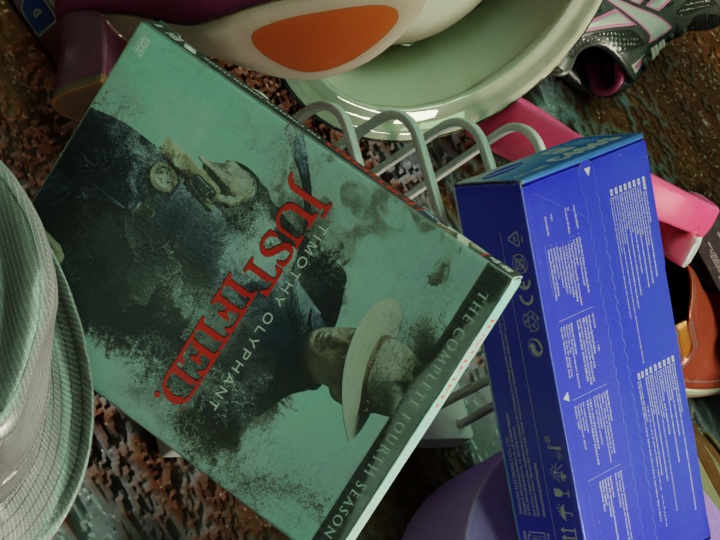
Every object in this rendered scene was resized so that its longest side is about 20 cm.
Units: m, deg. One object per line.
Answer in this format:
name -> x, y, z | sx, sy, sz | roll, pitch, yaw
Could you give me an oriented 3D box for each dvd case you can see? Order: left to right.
dvd case -> -0.051, 0.008, 0.922 | 0.199, 0.147, 0.022 | 36, 8, 14

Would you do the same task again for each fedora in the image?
fedora -> -0.175, 0.022, 0.853 | 0.176, 0.090, 0.202 | 1, 65, -29

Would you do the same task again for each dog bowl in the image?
dog bowl -> 0.028, -0.166, 1.066 | 0.199, 0.201, 0.074 | 15, 24, -38

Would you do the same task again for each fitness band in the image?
fitness band -> 0.126, -0.055, 1.187 | 0.143, 0.038, 0.200 | 32, 6, 5

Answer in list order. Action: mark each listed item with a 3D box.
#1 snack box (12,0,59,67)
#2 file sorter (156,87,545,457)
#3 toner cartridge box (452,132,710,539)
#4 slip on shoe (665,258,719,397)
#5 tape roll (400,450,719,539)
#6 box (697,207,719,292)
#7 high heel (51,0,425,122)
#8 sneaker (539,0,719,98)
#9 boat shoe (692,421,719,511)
snack box -> -0.158, -0.170, 1.069 | 0.201, 0.024, 0.072 | 55, 41, -2
file sorter -> 0.000, 0.000, 1.043 | 0.199, 0.124, 0.140 | 3, 64, -45
toner cartridge box -> 0.105, 0.045, 1.010 | 0.095, 0.043, 0.202 | -21, 105, -44
slip on shoe -> 0.174, 0.024, 1.249 | 0.199, 0.061, 0.075 | 20, 50, -43
tape roll -> 0.110, 0.180, 1.068 | 0.199, 0.066, 0.202 | 18, 57, -31
box -> 0.277, 0.044, 1.316 | 0.201, 0.049, 0.161 | 61, 19, 3
high heel -> -0.058, -0.133, 0.980 | 0.067, 0.199, 0.097 | 42, 45, -52
sneaker -> 0.155, -0.148, 1.346 | 0.199, 0.080, 0.087 | -6, 81, -38
boat shoe -> 0.198, 0.163, 1.177 | 0.074, 0.075, 0.201 | -9, 73, -51
